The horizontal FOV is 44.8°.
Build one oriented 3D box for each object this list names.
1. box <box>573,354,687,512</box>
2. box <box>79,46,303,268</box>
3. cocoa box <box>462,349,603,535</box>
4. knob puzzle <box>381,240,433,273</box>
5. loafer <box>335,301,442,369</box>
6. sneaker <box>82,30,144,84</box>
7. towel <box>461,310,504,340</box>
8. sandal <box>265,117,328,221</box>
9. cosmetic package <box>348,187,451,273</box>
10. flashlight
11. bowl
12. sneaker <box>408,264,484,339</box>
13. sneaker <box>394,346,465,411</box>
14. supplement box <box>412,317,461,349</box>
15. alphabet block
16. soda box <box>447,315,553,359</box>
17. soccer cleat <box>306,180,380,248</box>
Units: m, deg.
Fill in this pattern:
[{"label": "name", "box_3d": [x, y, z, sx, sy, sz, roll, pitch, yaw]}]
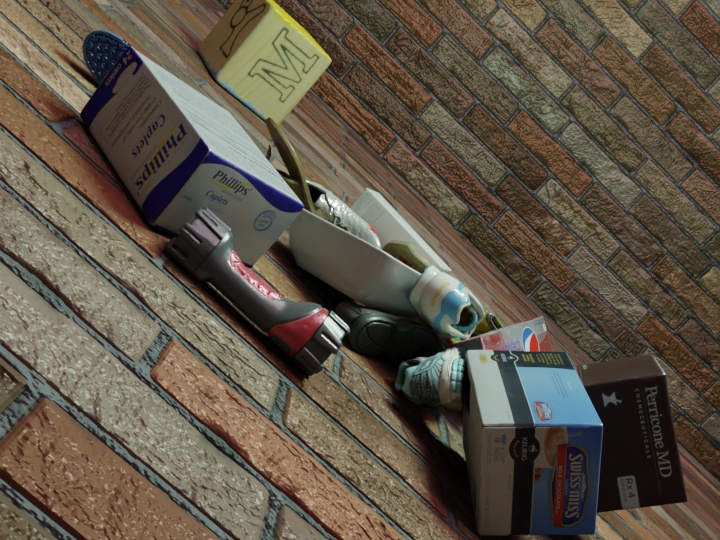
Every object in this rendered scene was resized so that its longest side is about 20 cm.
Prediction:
[{"label": "box", "box_3d": [0.316, 0.219, 1.176, 0.164, 0.195, 0.170, -11, 90, -76]}, {"label": "box", "box_3d": [-0.191, -0.125, 0.997, 0.201, 0.105, 0.183, 50, 12, 31]}, {"label": "cocoa box", "box_3d": [0.190, 0.189, 0.997, 0.128, 0.137, 0.200, 0, 17, 2]}, {"label": "knob puzzle", "box_3d": [0.097, 0.027, 1.403, 0.220, 0.030, 0.221, 49, -21, 26]}, {"label": "loafer", "box_3d": [0.041, 0.084, 1.175, 0.199, 0.072, 0.063, 27, 13, -50]}, {"label": "sneaker", "box_3d": [-0.295, -0.248, 1.187, 0.200, 0.070, 0.078, 45, 5, -27]}, {"label": "towel", "box_3d": [0.182, 0.107, 1.438, 0.198, 0.023, 0.144, 8, -35, 54]}, {"label": "sandal", "box_3d": [-0.120, -0.130, 1.386, 0.214, 0.069, 0.077, 63, -14, -25]}, {"label": "cosmetic package", "box_3d": [0.053, -0.035, 1.536, 0.201, 0.108, 0.085, 48, 11, 13]}, {"label": "flashlight", "box_3d": [-0.102, 0.018, 0.897, 0.200, 0.068, 0.068, 44, 12, -5]}, {"label": "bowl", "box_3d": [0.000, 0.000, 1.215, 0.198, 0.076, 0.199, 30, 1, 34]}, {"label": "sneaker", "box_3d": [0.127, 0.061, 1.185, 0.080, 0.077, 0.200, 36, 0, 25]}, {"label": "sneaker", "box_3d": [0.087, 0.134, 1.126, 0.084, 0.080, 0.200, 5, -6, 2]}, {"label": "supplement box", "box_3d": [0.100, 0.099, 1.328, 0.201, 0.069, 0.066, 52, 16, 24]}, {"label": "alphabet block", "box_3d": [-0.216, -0.480, 1.943, 0.195, 0.200, 0.196, 34, 15, -40]}, {"label": "soda box", "box_3d": [0.206, 0.120, 1.265, 0.198, 0.063, 0.072, -10, 83, -52]}, {"label": "soccer cleat", "box_3d": [-0.044, -0.087, 1.475, 0.200, 0.069, 0.085, 45, 5, 29]}]
